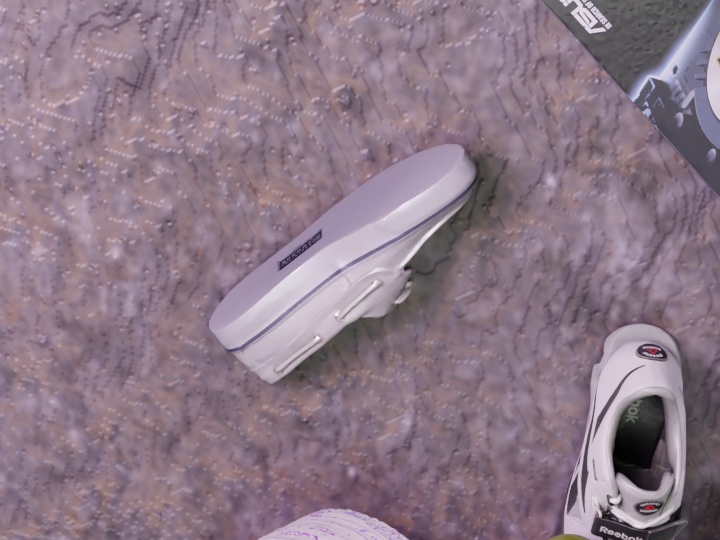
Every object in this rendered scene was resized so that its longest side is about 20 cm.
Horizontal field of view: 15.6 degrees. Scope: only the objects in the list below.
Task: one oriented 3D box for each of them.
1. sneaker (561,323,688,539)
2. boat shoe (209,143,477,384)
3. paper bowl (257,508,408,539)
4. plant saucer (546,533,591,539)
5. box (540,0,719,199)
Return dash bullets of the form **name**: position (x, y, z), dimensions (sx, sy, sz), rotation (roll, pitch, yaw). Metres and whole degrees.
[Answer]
- **sneaker**: position (0.168, 0.142, 1.658), dimensions (0.074, 0.089, 0.201), rotation (0, 112, -1)
- **boat shoe**: position (0.000, 0.000, 1.614), dimensions (0.200, 0.072, 0.066), rotation (-38, 111, 14)
- **paper bowl**: position (0.004, 0.247, 1.659), dimensions (0.200, 0.104, 0.201), rotation (23, 124, 40)
- **plant saucer**: position (0.163, 0.249, 1.689), dimensions (0.199, 0.048, 0.200), rotation (25, 135, -9)
- **box**: position (0.217, -0.161, 1.540), dimensions (0.164, 0.086, 0.200), rotation (-39, 106, 15)
